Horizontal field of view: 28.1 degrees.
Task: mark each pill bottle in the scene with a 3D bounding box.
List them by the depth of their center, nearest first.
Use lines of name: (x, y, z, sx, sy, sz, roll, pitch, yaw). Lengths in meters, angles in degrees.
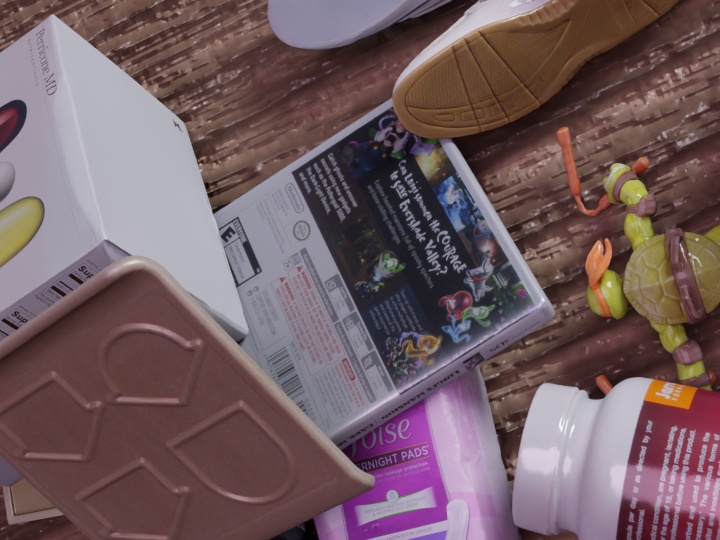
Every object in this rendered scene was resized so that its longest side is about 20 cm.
pill bottle: (0.191, 0.123, 0.803, 0.199, 0.113, 0.114, 10, 89, 18)

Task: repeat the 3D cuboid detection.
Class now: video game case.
video game case: (0.000, 0.000, 0.891, 0.181, 0.023, 0.201, -32, 52, 8)

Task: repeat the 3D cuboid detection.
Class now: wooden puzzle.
wooden puzzle: (-0.116, 0.088, 0.818, 0.185, 0.046, 0.200, -31, 116, 32)

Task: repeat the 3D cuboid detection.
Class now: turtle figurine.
turtle figurine: (0.198, -0.009, 0.855, 0.160, 0.064, 0.201, -17, 81, 16)

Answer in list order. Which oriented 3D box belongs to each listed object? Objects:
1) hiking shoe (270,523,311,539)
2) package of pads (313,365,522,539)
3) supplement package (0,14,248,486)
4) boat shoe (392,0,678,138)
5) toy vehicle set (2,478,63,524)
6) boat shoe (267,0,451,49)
hiking shoe: (-0.114, 0.207, 0.932, 0.199, 0.076, 0.101, -27, 91, 26)
package of pads: (0.034, 0.146, 0.890, 0.120, 0.076, 0.201, -16, 81, 17)
supplement package: (-0.209, -0.009, 0.909, 0.199, 0.147, 0.192, -32, 53, 15)
boat shoe: (0.105, -0.153, 0.897, 0.199, 0.071, 0.069, -29, 38, 3)
toy vehicle set: (-0.159, 0.095, 0.982, 0.199, 0.026, 0.125, -13, 82, 17)
boat shoe: (0.034, -0.192, 0.922, 0.199, 0.065, 0.074, -17, 80, 28)
